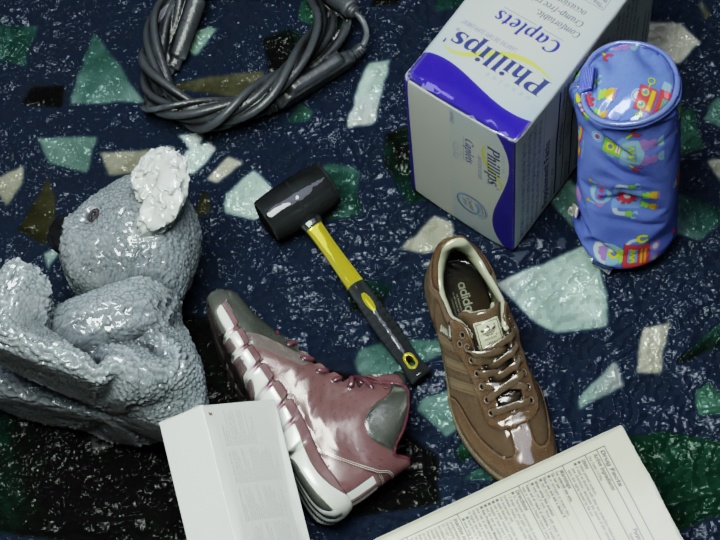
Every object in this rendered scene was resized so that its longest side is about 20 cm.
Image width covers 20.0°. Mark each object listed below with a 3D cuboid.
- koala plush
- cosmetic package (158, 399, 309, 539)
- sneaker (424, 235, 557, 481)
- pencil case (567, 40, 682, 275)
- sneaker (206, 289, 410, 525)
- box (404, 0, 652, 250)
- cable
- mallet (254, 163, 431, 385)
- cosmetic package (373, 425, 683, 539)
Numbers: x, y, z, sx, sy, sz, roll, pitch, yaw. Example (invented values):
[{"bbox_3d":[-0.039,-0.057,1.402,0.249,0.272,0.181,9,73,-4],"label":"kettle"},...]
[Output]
[{"bbox_3d":[-0.178,0.014,1.541,0.183,0.178,0.201,18,66,1],"label":"koala plush"},{"bbox_3d":[-0.080,0.196,1.454,0.050,0.082,0.201,-22,76,34],"label":"cosmetic package"},{"bbox_3d":[0.092,0.067,1.534,0.070,0.076,0.201,-20,64,-5],"label":"sneaker"},{"bbox_3d":[0.198,-0.083,1.534,0.086,0.200,0.078,3,56,8],"label":"pencil case"},{"bbox_3d":[-0.029,0.085,1.546,0.115,0.076,0.201,-27,76,-14],"label":"sneaker"},{"bbox_3d":[0.132,-0.151,1.575,0.105,0.184,0.200,32,70,17],"label":"box"},{"bbox_3d":[-0.103,-0.195,1.690,0.199,0.051,0.163,-33,66,-10],"label":"cable"},{"bbox_3d":[0.000,0.000,1.599,0.066,0.041,0.200,-40,72,-10],"label":"mallet"},{"bbox_3d":[0.120,0.207,1.458,0.199,0.087,0.104,-23,64,-5],"label":"cosmetic package"}]
